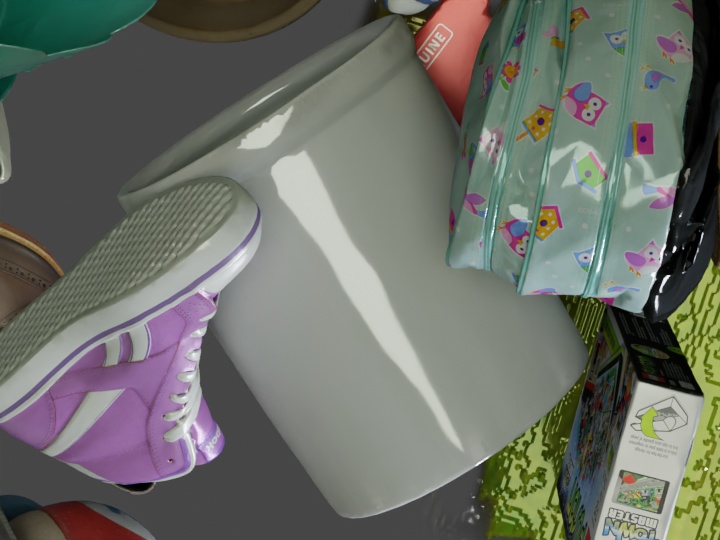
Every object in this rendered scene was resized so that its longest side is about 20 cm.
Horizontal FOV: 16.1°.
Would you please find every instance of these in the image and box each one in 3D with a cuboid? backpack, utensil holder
[{"bbox_3d":[0.109,-0.067,1.198,0.125,0.201,0.168,6,129,6],"label":"backpack"},{"bbox_3d":[0.000,0.000,1.291,0.169,0.170,0.201,-31,99,6],"label":"utensil holder"}]

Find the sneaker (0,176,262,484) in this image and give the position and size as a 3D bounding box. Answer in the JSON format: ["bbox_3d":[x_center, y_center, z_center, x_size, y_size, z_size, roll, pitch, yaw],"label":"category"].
[{"bbox_3d":[-0.090,0.036,1.232,0.114,0.073,0.200,38,131,-21],"label":"sneaker"}]

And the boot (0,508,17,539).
[{"bbox_3d":[-0.242,0.155,1.305,0.182,0.072,0.201,-44,55,26],"label":"boot"}]

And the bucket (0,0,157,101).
[{"bbox_3d":[-0.199,-0.180,1.231,0.134,0.207,0.208,-18,101,43],"label":"bucket"}]

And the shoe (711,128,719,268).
[{"bbox_3d":[0.204,-0.098,1.275,0.053,0.070,0.202,4,100,1],"label":"shoe"}]

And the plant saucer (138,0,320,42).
[{"bbox_3d":[-0.080,-0.215,1.289,0.199,0.029,0.202,11,115,24],"label":"plant saucer"}]

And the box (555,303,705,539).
[{"bbox_3d":[0.133,0.088,1.286,0.034,0.200,0.111,14,100,-1],"label":"box"}]

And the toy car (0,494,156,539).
[{"bbox_3d":[-0.090,0.197,1.350,0.199,0.184,0.178,-11,103,-27],"label":"toy car"}]

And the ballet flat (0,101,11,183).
[{"bbox_3d":[-0.219,-0.036,1.336,0.070,0.067,0.202,8,99,22],"label":"ballet flat"}]

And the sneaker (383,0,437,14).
[{"bbox_3d":[-0.013,-0.218,1.300,0.088,0.075,0.200,-42,96,5],"label":"sneaker"}]

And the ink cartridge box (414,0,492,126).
[{"bbox_3d":[0.134,-0.116,1.330,0.176,0.045,0.200,37,98,-6],"label":"ink cartridge box"}]

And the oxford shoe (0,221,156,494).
[{"bbox_3d":[-0.167,0.041,1.313,0.071,0.073,0.200,-42,122,9],"label":"oxford shoe"}]
